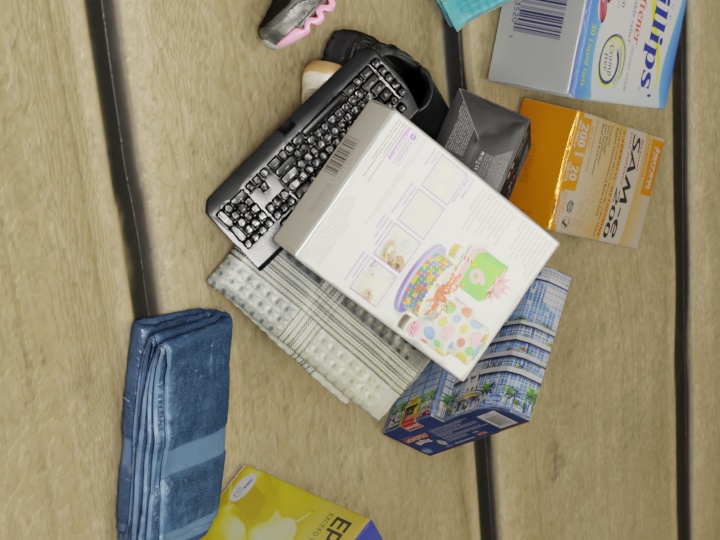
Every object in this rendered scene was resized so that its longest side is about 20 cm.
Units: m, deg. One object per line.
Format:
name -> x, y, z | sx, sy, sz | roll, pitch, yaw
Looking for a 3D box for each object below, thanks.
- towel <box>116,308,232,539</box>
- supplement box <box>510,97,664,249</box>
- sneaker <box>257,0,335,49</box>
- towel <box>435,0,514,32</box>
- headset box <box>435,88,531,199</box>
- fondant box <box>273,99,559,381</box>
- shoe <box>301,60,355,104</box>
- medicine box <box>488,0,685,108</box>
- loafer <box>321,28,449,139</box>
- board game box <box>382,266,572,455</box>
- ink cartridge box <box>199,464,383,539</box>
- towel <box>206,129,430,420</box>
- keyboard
towel -> -0.151, 0.135, 1.711 | 0.111, 0.048, 0.202 | -15, 115, -52
supplement box -> 0.231, -0.099, 2.132 | 0.199, 0.073, 0.127 | 8, 97, -56
sneaker -> -0.041, -0.281, 1.696 | 0.095, 0.079, 0.201 | 32, 85, -20
towel -> 0.144, -0.306, 1.856 | 0.147, 0.198, 0.022 | 53, 16, -48
headset box -> 0.098, -0.073, 1.889 | 0.200, 0.074, 0.150 | 44, 69, -84
fondant box -> 0.048, -0.024, 1.697 | 0.199, 0.058, 0.145 | 37, 88, -25
shoe -> -0.002, -0.110, 1.800 | 0.200, 0.069, 0.054 | 57, 42, -50
medicine box -> 0.234, -0.264, 2.033 | 0.199, 0.102, 0.184 | -1, 104, -53
loafer -> 0.036, -0.156, 1.837 | 0.200, 0.070, 0.069 | 34, 76, -56
board game box -> 0.116, 0.061, 1.965 | 0.061, 0.200, 0.202 | 26, 66, -19
ink cartridge box -> -0.076, 0.276, 1.738 | 0.198, 0.199, 0.047 | -49, 139, -31
towel -> 0.000, 0.000, 1.758 | 0.200, 0.035, 0.193 | 40, 85, -10
keyboard -> -0.028, -0.086, 1.710 | 0.200, 0.040, 0.104 | -45, 99, -5
